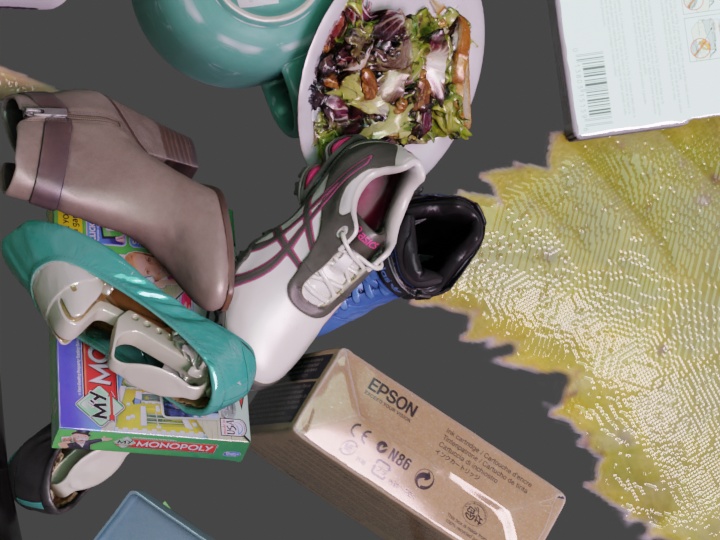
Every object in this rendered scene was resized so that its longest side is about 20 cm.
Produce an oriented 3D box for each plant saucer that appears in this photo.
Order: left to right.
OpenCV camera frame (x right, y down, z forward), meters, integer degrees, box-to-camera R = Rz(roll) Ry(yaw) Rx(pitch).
[{"bbox_3d":[-0.097,0.232,1.601,0.200,0.019,0.070,35,119,-6],"label":"plant saucer"}]

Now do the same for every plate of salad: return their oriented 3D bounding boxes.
[{"bbox_3d":[0.032,-0.139,1.623,0.200,0.048,0.200,-27,130,-38],"label":"plate of salad"}]

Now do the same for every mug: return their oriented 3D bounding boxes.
[{"bbox_3d":[-0.069,-0.204,1.609,0.185,0.114,0.152,33,78,-13],"label":"mug"}]

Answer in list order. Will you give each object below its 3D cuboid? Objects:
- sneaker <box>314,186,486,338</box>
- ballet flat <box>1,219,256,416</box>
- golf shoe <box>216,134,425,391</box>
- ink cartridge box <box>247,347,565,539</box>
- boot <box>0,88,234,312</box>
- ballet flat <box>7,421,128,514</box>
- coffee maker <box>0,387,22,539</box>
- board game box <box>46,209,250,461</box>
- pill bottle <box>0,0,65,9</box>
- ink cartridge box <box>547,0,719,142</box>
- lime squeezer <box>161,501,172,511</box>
[{"bbox_3d":[0.000,-0.001,1.622,0.200,0.111,0.077,-24,95,-17],"label":"sneaker"},{"bbox_3d":[-0.164,0.033,1.492,0.200,0.070,0.067,30,123,5],"label":"ballet flat"},{"bbox_3d":[-0.029,-0.008,1.536,0.077,0.088,0.200,36,76,-28],"label":"golf shoe"},{"bbox_3d":[0.024,0.140,1.595,0.200,0.165,0.075,34,76,-14],"label":"ink cartridge box"},{"bbox_3d":[-0.175,-0.052,1.547,0.146,0.200,0.070,9,125,-27],"label":"boot"},{"bbox_3d":[-0.163,0.104,1.587,0.200,0.068,0.068,-45,124,-13],"label":"ballet flat"},{"bbox_3d":[-0.281,0.135,1.515,0.192,0.135,0.200,-7,88,-15],"label":"coffee maker"},{"bbox_3d":[-0.151,0.038,1.564,0.134,0.029,0.200,6,53,-18],"label":"board game box"},{"bbox_3d":[-0.257,-0.239,1.554,0.200,0.111,0.112,1,87,-18],"label":"pill bottle"},{"bbox_3d":[0.233,-0.210,1.720,0.173,0.044,0.200,-8,90,-4],"label":"ink cartridge box"},{"bbox_3d":[-0.060,0.228,1.631,0.200,0.038,0.071,17,85,-14],"label":"lime squeezer"}]
